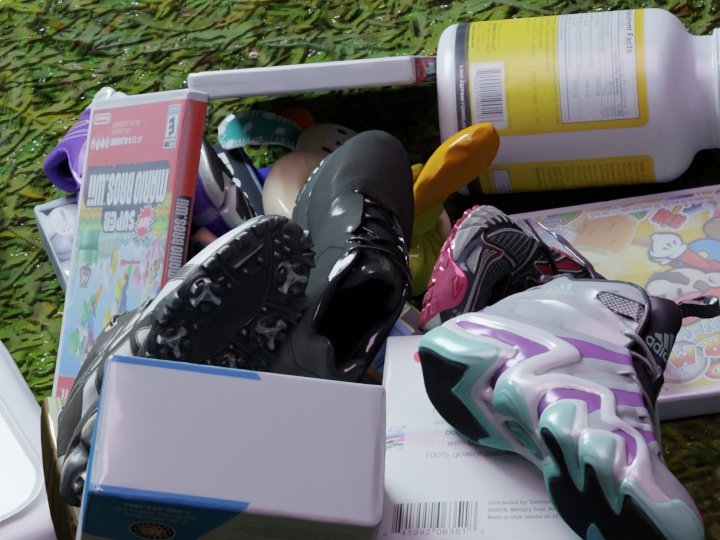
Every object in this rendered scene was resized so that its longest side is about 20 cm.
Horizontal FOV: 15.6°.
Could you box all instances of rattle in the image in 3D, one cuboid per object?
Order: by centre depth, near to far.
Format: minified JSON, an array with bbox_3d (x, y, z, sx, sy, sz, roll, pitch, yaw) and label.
[{"bbox_3d":[-0.007,-0.087,1.666,0.130,0.143,0.200,-10,46,-17],"label":"rattle"}]

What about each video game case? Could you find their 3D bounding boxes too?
[{"bbox_3d":[-0.139,-0.005,1.567,0.017,0.201,0.143,9,-4,-28],"label":"video game case"},{"bbox_3d":[0.175,0.020,1.611,0.199,0.023,0.182,-8,43,4],"label":"video game case"},{"bbox_3d":[-0.026,-0.126,1.722,0.142,0.018,0.200,-4,4,7],"label":"video game case"}]

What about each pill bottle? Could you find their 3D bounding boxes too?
[{"bbox_3d":[0.153,-0.109,1.690,0.199,0.112,0.112,-3,43,8],"label":"pill bottle"}]

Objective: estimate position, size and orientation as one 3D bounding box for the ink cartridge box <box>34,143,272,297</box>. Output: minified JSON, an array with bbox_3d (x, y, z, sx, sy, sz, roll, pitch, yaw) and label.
[{"bbox_3d":[-0.089,-0.003,1.682,0.199,0.044,0.198,-19,42,-10],"label":"ink cartridge box"}]

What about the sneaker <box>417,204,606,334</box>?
[{"bbox_3d":[0.100,0.015,1.493,0.074,0.200,0.081,27,99,30],"label":"sneaker"}]

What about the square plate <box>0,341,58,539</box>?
[{"bbox_3d":[-0.274,0.131,1.589,0.197,0.029,0.200,-25,44,-15],"label":"square plate"}]

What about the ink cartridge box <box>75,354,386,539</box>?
[{"bbox_3d":[-0.074,0.135,1.358,0.144,0.200,0.085,7,55,-7],"label":"ink cartridge box"}]

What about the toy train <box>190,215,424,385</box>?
[{"bbox_3d":[-0.029,0.047,1.554,0.200,0.087,0.114,39,65,19],"label":"toy train"}]

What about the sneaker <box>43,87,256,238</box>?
[{"bbox_3d":[-0.135,-0.050,1.662,0.083,0.081,0.200,-43,31,-15],"label":"sneaker"}]

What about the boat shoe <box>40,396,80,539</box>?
[{"bbox_3d":[-0.132,0.154,1.498,0.066,0.074,0.201,-13,58,-17],"label":"boat shoe"}]

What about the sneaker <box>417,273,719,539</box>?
[{"bbox_3d":[0.137,0.058,1.326,0.140,0.078,0.200,-30,48,-22],"label":"sneaker"}]

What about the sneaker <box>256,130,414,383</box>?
[{"bbox_3d":[0.000,0.000,1.479,0.076,0.091,0.201,27,55,-19],"label":"sneaker"}]

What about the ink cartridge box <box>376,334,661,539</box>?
[{"bbox_3d":[0.087,0.149,1.401,0.146,0.145,0.201,-2,43,9],"label":"ink cartridge box"}]

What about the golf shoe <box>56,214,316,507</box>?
[{"bbox_3d":[-0.107,0.038,1.444,0.200,0.078,0.095,-50,36,10],"label":"golf shoe"}]
